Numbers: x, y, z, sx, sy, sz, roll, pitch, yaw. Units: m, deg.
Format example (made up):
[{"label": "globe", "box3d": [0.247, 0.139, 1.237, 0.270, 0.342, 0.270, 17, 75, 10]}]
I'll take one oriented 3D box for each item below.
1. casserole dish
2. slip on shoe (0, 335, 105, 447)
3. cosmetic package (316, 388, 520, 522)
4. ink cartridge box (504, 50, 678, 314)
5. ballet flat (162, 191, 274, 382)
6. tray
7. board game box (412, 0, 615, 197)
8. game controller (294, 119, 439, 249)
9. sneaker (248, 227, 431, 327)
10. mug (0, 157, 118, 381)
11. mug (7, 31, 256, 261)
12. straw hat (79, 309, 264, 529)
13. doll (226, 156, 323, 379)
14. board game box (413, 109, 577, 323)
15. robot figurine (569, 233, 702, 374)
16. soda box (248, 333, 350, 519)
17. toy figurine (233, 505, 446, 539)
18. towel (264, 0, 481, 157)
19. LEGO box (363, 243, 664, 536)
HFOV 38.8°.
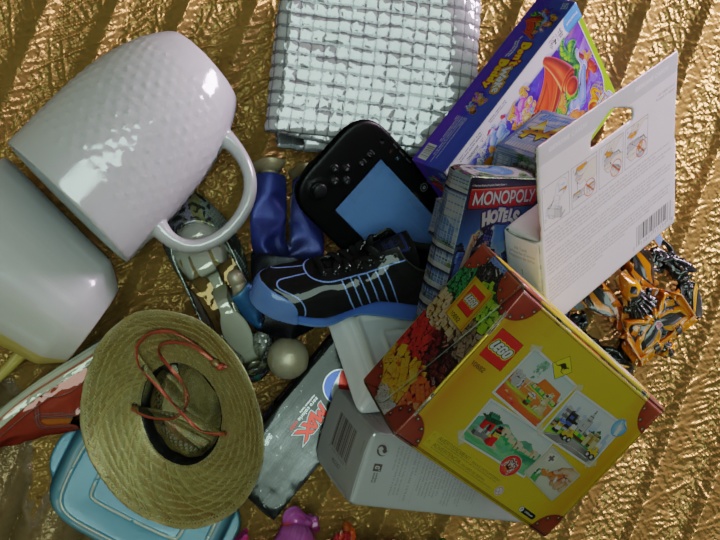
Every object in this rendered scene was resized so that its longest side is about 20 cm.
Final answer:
[{"label": "casserole dish", "box3d": [-0.209, 0.219, 0.984, 0.198, 0.039, 0.123, 28, 90, -6]}, {"label": "slip on shoe", "box3d": [-0.290, 0.131, 0.960, 0.199, 0.074, 0.062, -34, 97, -8]}, {"label": "cosmetic package", "box3d": [0.070, 0.172, 0.940, 0.197, 0.102, 0.075, 14, 102, -24]}, {"label": "ink cartridge box", "box3d": [0.199, -0.073, 0.872, 0.199, 0.043, 0.176, -34, 129, -31]}, {"label": "ballet flat", "box3d": [-0.135, 0.013, 0.969, 0.071, 0.072, 0.203, -25, 93, -4]}, {"label": "tray", "box3d": [0.072, 0.071, 0.948, 0.197, 0.022, 0.109, -3, 56, -28]}, {"label": "board game box", "box3d": [0.150, -0.132, 0.949, 0.201, 0.045, 0.135, -52, 135, -10]}, {"label": "game controller", "box3d": [0.027, -0.049, 0.952, 0.104, 0.042, 0.200, -42, 125, 7]}, {"label": "sneaker", "box3d": [0.000, 0.000, 0.908, 0.197, 0.070, 0.079, 0, 126, -25]}, {"label": "mug", "box3d": [-0.314, 0.011, 0.938, 0.152, 0.186, 0.151, 37, 54, -13]}, {"label": "mug", "box3d": [-0.183, -0.105, 0.921, 0.200, 0.148, 0.176, 43, 79, 1]}, {"label": "straw hat", "box3d": [-0.156, 0.125, 0.941, 0.198, 0.085, 0.205, 4, 103, 17]}, {"label": "doll", "box3d": [-0.064, 0.000, 0.961, 0.134, 0.048, 0.204, 6, 79, -28]}, {"label": "board game box", "box3d": [0.127, -0.039, 0.891, 0.198, 0.061, 0.203, -3, 110, -45]}, {"label": "robot figurine", "box3d": [0.250, 0.006, 1.005, 0.144, 0.058, 0.201, -38, 94, -2]}, {"label": "soda box", "box3d": [-0.045, 0.135, 0.982, 0.071, 0.063, 0.201, 40, 89, -6]}, {"label": "toy figurine", "box3d": [-0.039, 0.295, 0.962, 0.183, 0.150, 0.201, 31, 67, 1]}, {"label": "towel", "box3d": [0.011, -0.191, 0.970, 0.196, 0.086, 0.169, 4, 93, -6]}, {"label": "LEGO box", "box3d": [0.125, 0.101, 0.824, 0.199, 0.077, 0.149, 38, 98, -31]}]
